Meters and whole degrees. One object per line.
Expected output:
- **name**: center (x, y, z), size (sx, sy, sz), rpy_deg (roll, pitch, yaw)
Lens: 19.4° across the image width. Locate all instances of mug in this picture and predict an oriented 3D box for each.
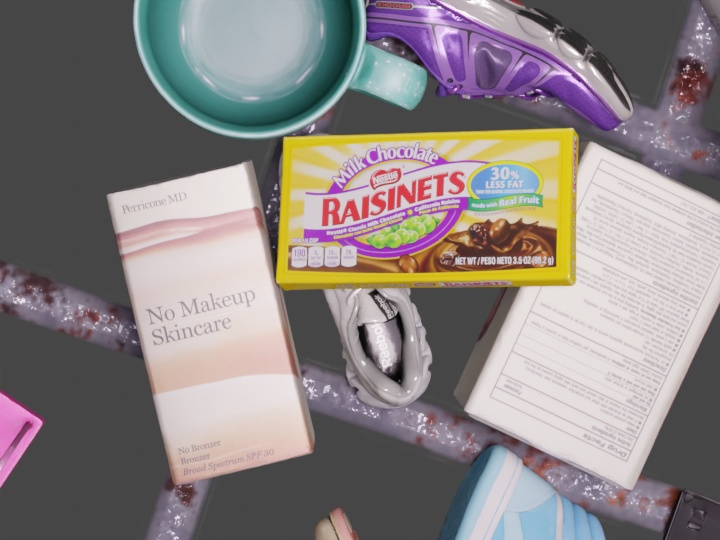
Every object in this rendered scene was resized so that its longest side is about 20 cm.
- **mug**: center (-0.064, -0.151, 1.403), size (0.152, 0.114, 0.186), rpy_deg (-36, 94, 0)

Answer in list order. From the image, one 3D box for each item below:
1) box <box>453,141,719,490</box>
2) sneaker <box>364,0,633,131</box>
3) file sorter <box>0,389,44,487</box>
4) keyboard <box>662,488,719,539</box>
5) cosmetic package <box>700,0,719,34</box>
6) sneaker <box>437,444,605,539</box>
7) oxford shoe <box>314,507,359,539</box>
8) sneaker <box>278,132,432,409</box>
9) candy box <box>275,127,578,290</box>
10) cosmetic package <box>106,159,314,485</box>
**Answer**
- **box**: center (0.162, 0.027, 1.429), size (0.127, 0.109, 0.201), rpy_deg (25, 92, -4)
- **sneaker**: center (0.094, -0.145, 1.444), size (0.199, 0.081, 0.084), rpy_deg (28, 106, 5)
- **file sorter**: center (-0.337, 0.109, 1.400), size (0.199, 0.125, 0.139), rpy_deg (35, 92, -4)
- **keyboard**: center (0.313, 0.197, 1.463), size (0.199, 0.021, 0.128), rpy_deg (21, 103, 12)
- **cosmetic package**: center (0.256, -0.234, 1.420), size (0.085, 0.108, 0.201), rpy_deg (-30, 96, -1)
- **sneaker**: center (0.105, 0.230, 1.427), size (0.130, 0.080, 0.201), rpy_deg (29, 65, -8)
- **oxford shoe**: center (-0.014, 0.266, 1.455), size (0.073, 0.071, 0.201), rpy_deg (-11, 94, 0)
- **sneaker**: center (0.000, 0.000, 1.435), size (0.075, 0.081, 0.201), rpy_deg (-22, 93, 0)
- **candy box**: center (0.043, -0.040, 1.382), size (0.198, 0.026, 0.103), rpy_deg (-1, 75, 15)
- **cosmetic package**: center (-0.100, 0.033, 1.426), size (0.103, 0.087, 0.201), rpy_deg (-14, 94, 0)
